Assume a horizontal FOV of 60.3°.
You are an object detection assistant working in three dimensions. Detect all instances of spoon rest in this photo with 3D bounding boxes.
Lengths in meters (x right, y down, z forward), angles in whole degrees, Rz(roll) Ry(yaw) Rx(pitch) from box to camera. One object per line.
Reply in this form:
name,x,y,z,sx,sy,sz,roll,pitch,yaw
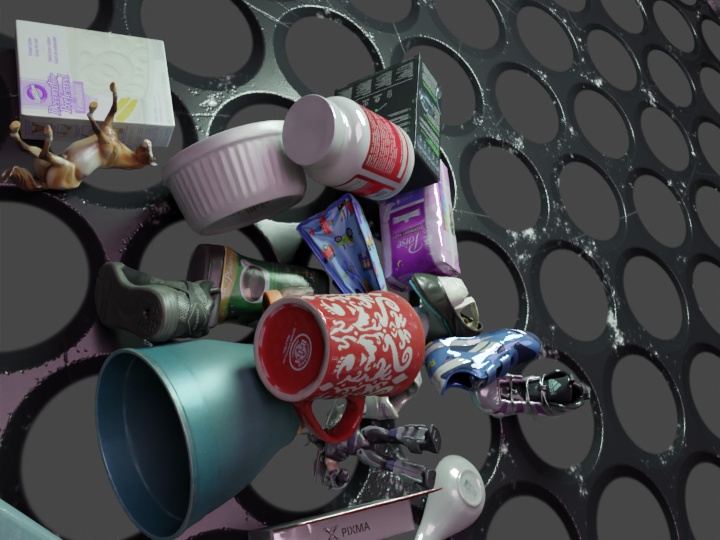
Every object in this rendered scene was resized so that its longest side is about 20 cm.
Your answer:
spoon rest,0.124,0.354,0.899,0.100,0.060,0.200,51,40,-3

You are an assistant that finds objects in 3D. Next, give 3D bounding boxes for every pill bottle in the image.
pill bottle,-0.015,-0.165,0.836,0.198,0.110,0.115,6,62,-59

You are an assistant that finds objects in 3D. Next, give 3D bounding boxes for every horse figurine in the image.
horse figurine,-0.365,-0.154,0.800,0.198,0.134,0.050,-37,68,-28

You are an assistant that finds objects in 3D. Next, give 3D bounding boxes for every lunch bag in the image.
lunch bag,0.000,0.000,0.914,0.092,0.151,0.204,-29,92,4

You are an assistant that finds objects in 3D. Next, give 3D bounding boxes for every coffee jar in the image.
coffee jar,-0.143,0.033,0.855,0.195,0.085,0.108,15,65,-25

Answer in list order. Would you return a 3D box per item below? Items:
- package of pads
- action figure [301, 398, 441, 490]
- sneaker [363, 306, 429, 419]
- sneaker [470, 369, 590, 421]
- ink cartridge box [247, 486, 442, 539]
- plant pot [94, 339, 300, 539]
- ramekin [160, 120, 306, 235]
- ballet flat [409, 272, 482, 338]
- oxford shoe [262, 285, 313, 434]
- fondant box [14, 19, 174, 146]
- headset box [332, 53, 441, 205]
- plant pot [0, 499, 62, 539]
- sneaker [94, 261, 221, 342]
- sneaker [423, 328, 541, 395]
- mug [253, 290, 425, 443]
package of pads,0.091,-0.077,1.020,0.075,0.118,0.206,28,52,-51
action figure,0.007,0.228,0.818,0.069,0.194,0.134,46,52,-58
sneaker,0.067,0.141,0.919,0.076,0.098,0.202,55,53,-31
sneaker,0.285,0.191,1.003,0.195,0.140,0.080,9,64,-27
ink cartridge box,-0.018,0.312,0.750,0.195,0.176,0.046,-2,69,-30
plant pot,-0.176,0.171,0.722,0.185,0.198,0.205,-12,74,-49
ramekin,-0.164,-0.120,0.851,0.199,0.201,0.097,-20,89,-35
ballet flat,0.142,0.052,0.977,0.201,0.068,0.069,50,8,-46
oxford shoe,-0.079,0.120,0.815,0.071,0.071,0.206,-13,113,-22
fondant box,-0.370,-0.257,0.868,0.195,0.058,0.149,-3,71,-30
headset box,0.039,-0.217,1.008,0.092,0.170,0.206,37,48,-47
plant pot,-0.324,0.337,0.558,0.199,0.194,0.199,38,54,-21
sneaker,-0.245,0.040,0.756,0.113,0.196,0.079,10,91,-49
sneaker,0.194,0.148,0.975,0.193,0.075,0.084,-10,48,-4
mug,-0.019,0.110,0.726,0.198,0.130,0.184,9,70,-59
